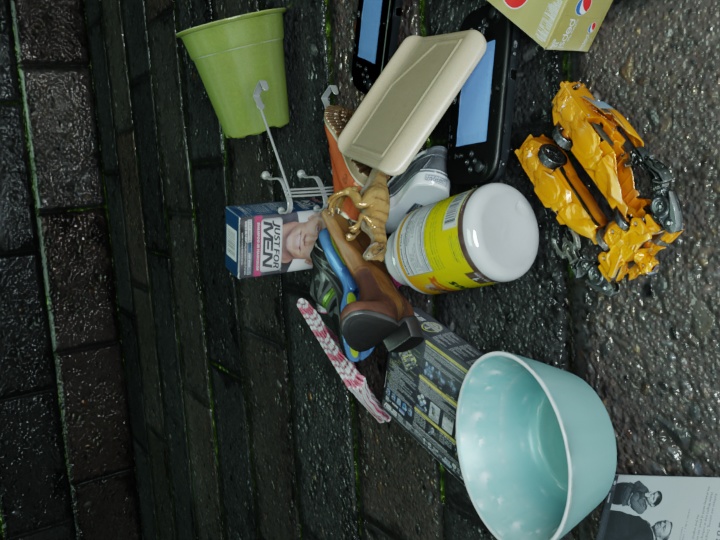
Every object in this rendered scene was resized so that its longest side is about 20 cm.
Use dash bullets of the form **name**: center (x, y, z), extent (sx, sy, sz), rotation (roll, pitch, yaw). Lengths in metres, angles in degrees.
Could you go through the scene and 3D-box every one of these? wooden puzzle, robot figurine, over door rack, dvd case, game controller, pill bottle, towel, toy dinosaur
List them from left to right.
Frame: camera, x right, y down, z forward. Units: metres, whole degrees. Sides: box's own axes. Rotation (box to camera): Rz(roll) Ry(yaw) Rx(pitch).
- **over door rack**: center (-0.086, -0.187, 1.114), extent (0.066, 0.145, 0.205), rotation (-22, 79, 51)
- **towel**: center (-0.025, 0.142, 1.138), extent (0.201, 0.030, 0.147), rotation (54, 178, 38)
- **toy dinosaur**: center (0.015, -0.098, 0.930), extent (0.061, 0.103, 0.205), rotation (56, -142, -64)
- **game controller**: center (0.022, -0.347, 0.981), extent (0.104, 0.041, 0.205), rotation (37, 127, 49)
- **wooden puzzle**: center (0.059, -0.205, 0.869), extent (0.187, 0.037, 0.200), rotation (-56, 26, 3)
- **pill bottle**: center (0.112, -0.031, 0.859), extent (0.199, 0.107, 0.112), rotation (-14, 86, 59)
- **game controller**: center (0.137, -0.199, 0.814), extent (0.103, 0.041, 0.206), rotation (7, 92, 56)
- **robot figurine**: center (0.235, -0.079, 0.695), extent (0.203, 0.057, 0.146), rotation (64, 145, 27)
- **dvd case**: center (0.270, 0.258, 0.630), extent (0.153, 0.024, 0.200), rotation (-67, 8, -19)

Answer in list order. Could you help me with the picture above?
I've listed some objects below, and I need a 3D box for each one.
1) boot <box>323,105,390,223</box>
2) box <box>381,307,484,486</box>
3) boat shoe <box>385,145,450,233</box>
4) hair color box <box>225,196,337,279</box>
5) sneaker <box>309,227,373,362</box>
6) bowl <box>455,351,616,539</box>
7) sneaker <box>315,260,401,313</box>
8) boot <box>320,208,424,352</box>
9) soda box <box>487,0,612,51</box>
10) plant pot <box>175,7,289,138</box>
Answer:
- **boot**: center (-0.021, -0.160, 1.058), extent (0.108, 0.073, 0.203), rotation (113, 150, -42)
- **box**: center (0.107, 0.166, 0.974), extent (0.199, 0.048, 0.165), rotation (34, 126, 51)
- **boat shoe**: center (0.066, -0.107, 0.961), extent (0.200, 0.070, 0.069), rotation (136, 147, -66)
- **hair color box**: center (-0.115, -0.055, 1.141), extent (0.060, 0.196, 0.103), rotation (32, 124, 50)
- **sneaker**: center (-0.026, 0.038, 1.017), extent (0.083, 0.069, 0.203), rotation (-47, 53, 45)
- **bowl**: center (0.196, 0.187, 0.763), extent (0.200, 0.103, 0.207), rotation (179, 90, -66)
- **sneaker**: center (-0.009, 0.008, 1.106), extent (0.199, 0.080, 0.090), rotation (-32, 69, 48)
- **boot**: center (0.000, 0.000, 0.923), extent (0.068, 0.187, 0.203), rotation (-35, 66, 26)
- **soda box**: center (0.168, -0.307, 0.739), extent (0.202, 0.066, 0.065), rotation (57, 141, 35)
- **plant pot**: center (-0.203, -0.342, 1.259), extent (0.199, 0.197, 0.194), rotation (15, 123, 56)
